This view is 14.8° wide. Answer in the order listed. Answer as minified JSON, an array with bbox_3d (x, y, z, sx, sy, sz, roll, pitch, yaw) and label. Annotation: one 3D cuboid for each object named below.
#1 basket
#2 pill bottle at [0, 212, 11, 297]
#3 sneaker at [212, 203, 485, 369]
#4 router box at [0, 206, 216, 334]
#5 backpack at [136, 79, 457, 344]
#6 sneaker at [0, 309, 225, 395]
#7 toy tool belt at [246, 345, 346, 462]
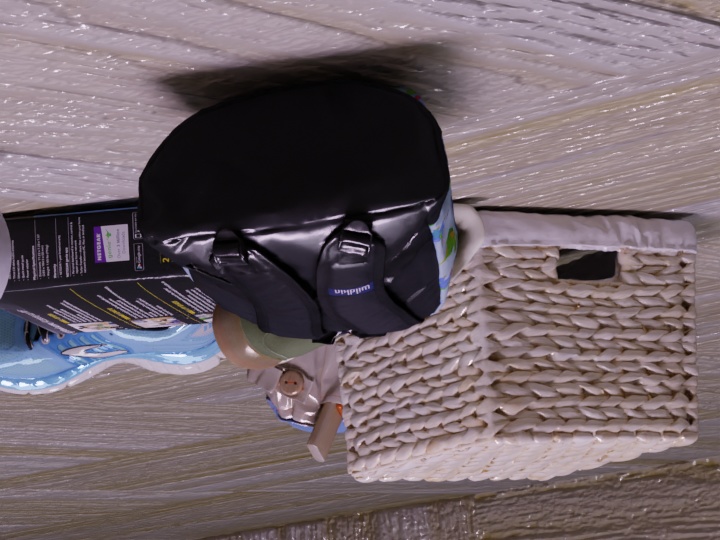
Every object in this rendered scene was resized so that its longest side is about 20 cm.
[{"bbox_3d":[0.108,0.055,1.918,0.198,0.161,0.200,2,166,-33],"label":"basket"},{"bbox_3d":[-0.276,-0.014,1.445,0.109,0.109,0.200,-11,170,31],"label":"pill bottle"},{"bbox_3d":[0.000,0.000,1.739,0.090,0.067,0.200,-26,179,43],"label":"sneaker"},{"bbox_3d":[-0.150,0.001,1.775,0.149,0.051,0.200,-5,171,8],"label":"router box"},{"bbox_3d":[-0.019,-0.029,1.462,0.163,0.154,0.200,-9,148,10],"label":"backpack"},{"bbox_3d":[-0.189,0.029,1.933,0.200,0.079,0.090,-8,152,0],"label":"sneaker"},{"bbox_3d":[-0.022,0.097,2.204,0.125,0.123,0.200,-7,171,10],"label":"toy tool belt"}]
